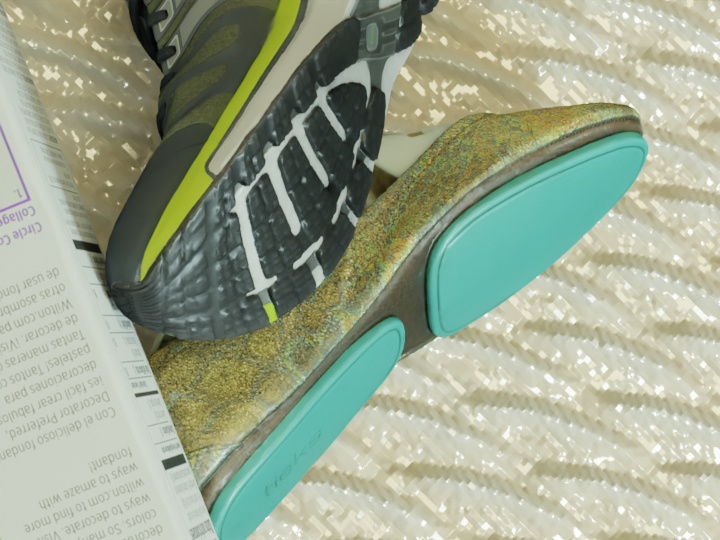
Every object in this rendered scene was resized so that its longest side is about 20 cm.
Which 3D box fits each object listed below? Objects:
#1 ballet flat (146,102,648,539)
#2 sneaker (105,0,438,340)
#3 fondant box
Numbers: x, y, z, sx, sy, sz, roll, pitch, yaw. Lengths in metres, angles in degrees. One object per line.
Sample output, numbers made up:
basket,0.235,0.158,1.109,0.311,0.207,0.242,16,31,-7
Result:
ballet flat,0.000,0.000,0.792,0.200,0.071,0.071,-41,95,-23
sneaker,-0.034,-0.060,0.768,0.081,0.074,0.200,6,47,20
fondant box,-0.139,0.019,0.711,0.144,0.058,0.200,-22,86,2
